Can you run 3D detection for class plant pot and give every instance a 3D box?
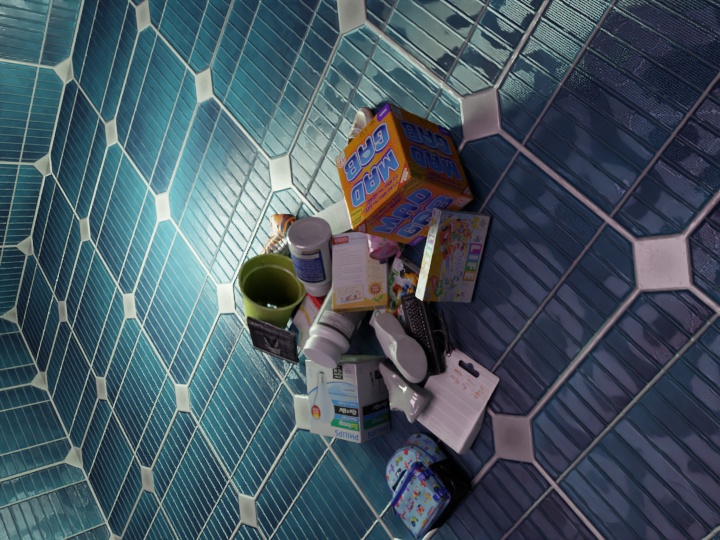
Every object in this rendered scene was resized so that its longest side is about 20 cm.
[{"bbox_3d":[-0.263,0.087,1.815,0.201,0.198,0.186,52,145,26],"label":"plant pot"}]

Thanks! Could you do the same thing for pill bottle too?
[{"bbox_3d":[-0.122,-0.031,1.670,0.119,0.119,0.202,36,149,35],"label":"pill bottle"},{"bbox_3d":[-0.062,0.140,1.611,0.113,0.114,0.202,-2,52,43],"label":"pill bottle"}]

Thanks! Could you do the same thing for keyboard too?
[{"bbox_3d":[0.161,0.147,1.489,0.126,0.020,0.204,-18,85,41],"label":"keyboard"}]

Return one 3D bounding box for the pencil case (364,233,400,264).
[{"bbox_3d":[0.047,-0.125,1.544,0.087,0.086,0.204,-30,60,41],"label":"pencil case"}]

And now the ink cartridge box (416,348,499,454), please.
[{"bbox_3d":[0.227,0.300,1.481,0.160,0.050,0.202,33,98,36],"label":"ink cartridge box"}]

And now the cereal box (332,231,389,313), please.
[{"bbox_3d":[0.000,0.000,1.572,0.141,0.040,0.204,-5,68,12],"label":"cereal box"}]

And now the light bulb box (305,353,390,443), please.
[{"bbox_3d":[-0.035,0.331,1.664,0.196,0.124,0.204,-4,91,43],"label":"light bulb box"}]

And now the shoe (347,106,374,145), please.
[{"bbox_3d":[0.000,-0.317,1.613,0.069,0.053,0.204,11,102,42],"label":"shoe"}]

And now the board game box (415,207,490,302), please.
[{"bbox_3d":[0.204,-0.031,1.394,0.034,0.132,0.204,36,120,59],"label":"board game box"}]

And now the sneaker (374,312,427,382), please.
[{"bbox_3d":[0.095,0.199,1.511,0.089,0.074,0.201,98,149,-44],"label":"sneaker"}]

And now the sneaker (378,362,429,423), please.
[{"bbox_3d":[0.089,0.297,1.541,0.200,0.074,0.090,39,109,59],"label":"sneaker"}]

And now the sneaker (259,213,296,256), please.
[{"bbox_3d":[-0.250,-0.095,1.867,0.199,0.077,0.114,-35,67,28],"label":"sneaker"}]

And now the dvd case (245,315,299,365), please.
[{"bbox_3d":[-0.250,0.204,1.806,0.146,0.016,0.201,19,150,9],"label":"dvd case"}]

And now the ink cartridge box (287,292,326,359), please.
[{"bbox_3d":[-0.116,0.132,1.759,0.116,0.067,0.202,46,122,30],"label":"ink cartridge box"}]

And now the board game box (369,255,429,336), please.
[{"bbox_3d":[0.105,0.083,1.567,0.126,0.034,0.203,37,118,34],"label":"board game box"}]

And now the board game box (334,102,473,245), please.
[{"bbox_3d":[0.093,-0.207,1.409,0.199,0.198,0.203,-39,54,39],"label":"board game box"}]

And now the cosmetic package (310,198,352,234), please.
[{"bbox_3d":[-0.072,-0.128,1.702,0.198,0.050,0.084,-21,82,43],"label":"cosmetic package"}]

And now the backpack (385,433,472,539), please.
[{"bbox_3d":[0.140,0.507,1.513,0.200,0.133,0.184,49,123,31],"label":"backpack"}]
